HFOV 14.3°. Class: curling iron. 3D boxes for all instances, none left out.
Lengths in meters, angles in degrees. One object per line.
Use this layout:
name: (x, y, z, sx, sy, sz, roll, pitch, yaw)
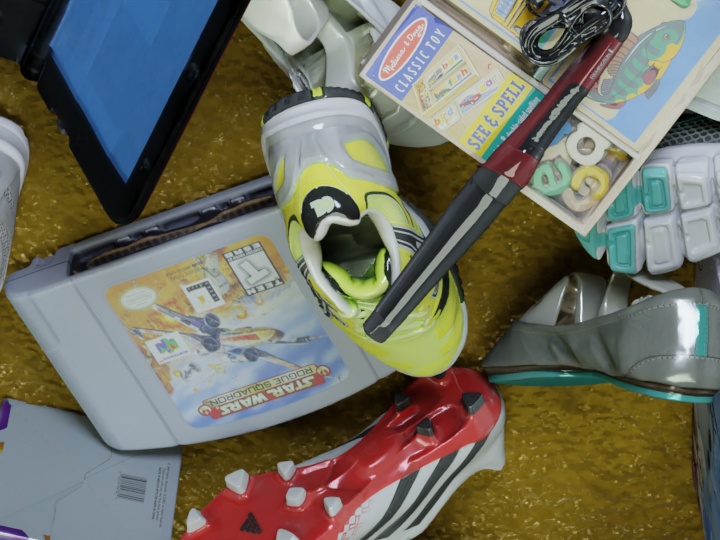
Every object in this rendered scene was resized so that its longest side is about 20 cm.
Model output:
curling iron: (0.058, -0.051, 1.300, 0.049, 0.026, 0.201, 32, 107, 2)

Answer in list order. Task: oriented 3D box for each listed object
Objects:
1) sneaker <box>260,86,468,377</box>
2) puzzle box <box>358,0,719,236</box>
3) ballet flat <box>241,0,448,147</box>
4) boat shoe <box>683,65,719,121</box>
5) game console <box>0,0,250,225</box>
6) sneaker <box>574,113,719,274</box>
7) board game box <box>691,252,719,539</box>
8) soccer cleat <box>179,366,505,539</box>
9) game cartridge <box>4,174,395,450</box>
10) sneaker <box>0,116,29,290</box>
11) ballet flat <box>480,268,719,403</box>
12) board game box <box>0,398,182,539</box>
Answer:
sneaker: (0.000, 0.000, 1.376, 0.075, 0.077, 0.200, -17, 141, 13)
puzzle box: (0.108, -0.132, 1.299, 0.133, 0.025, 0.200, 34, 105, -8)
ballet flat: (-0.021, -0.111, 1.349, 0.069, 0.070, 0.200, -31, 122, 25)
boat shoe: (0.141, -0.108, 1.353, 0.199, 0.060, 0.076, 2, 102, 2)
game console: (-0.142, -0.148, 1.289, 0.172, 0.119, 0.200, 20, 127, -14)
sneaker: (0.202, -0.054, 1.369, 0.199, 0.091, 0.078, 0, 126, 14)
board game box: (0.199, 0.098, 1.424, 0.043, 0.201, 0.200, -4, 129, -1)
soccer cleat: (-0.007, 0.123, 1.504, 0.200, 0.069, 0.085, -33, 140, -11)
game cartridge: (-0.066, 0.023, 1.481, 0.199, 0.042, 0.134, -19, 122, 17)
sneaker: (-0.220, 0.015, 1.448, 0.074, 0.082, 0.201, 12, 129, -8)
ballet flat: (0.123, 0.030, 1.428, 0.067, 0.200, 0.064, 4, 89, -25)
board game box: (-0.170, 0.185, 1.570, 0.102, 0.105, 0.201, 12, 128, -7)
